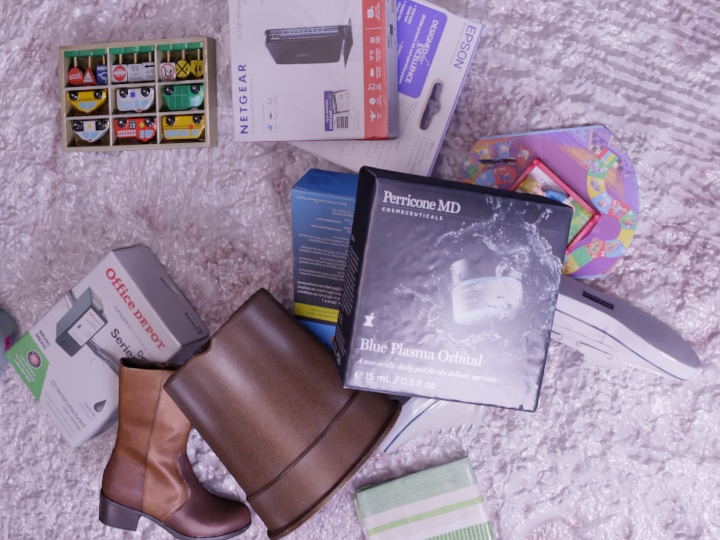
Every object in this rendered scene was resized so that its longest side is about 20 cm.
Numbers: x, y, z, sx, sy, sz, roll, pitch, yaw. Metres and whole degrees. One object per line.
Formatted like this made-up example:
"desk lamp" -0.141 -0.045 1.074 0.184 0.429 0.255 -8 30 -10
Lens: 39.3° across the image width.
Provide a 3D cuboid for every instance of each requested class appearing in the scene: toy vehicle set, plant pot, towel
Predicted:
"toy vehicle set" -0.264 -0.207 1.195 0.196 0.026 0.127 0 95 17
"plant pot" -0.091 0.141 1.070 0.200 0.200 0.199 -42 94 16
"towel" 0.087 0.328 1.147 0.150 0.023 0.204 -19 88 17

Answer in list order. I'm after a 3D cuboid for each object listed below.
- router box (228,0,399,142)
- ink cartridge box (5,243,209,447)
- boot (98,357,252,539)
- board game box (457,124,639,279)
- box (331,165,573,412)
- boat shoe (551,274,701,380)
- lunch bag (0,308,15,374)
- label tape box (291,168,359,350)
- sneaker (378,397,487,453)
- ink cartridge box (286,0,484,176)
"router box" -0.050 -0.238 1.070 0.176 0.049 0.205 0 97 17
"ink cartridge box" -0.302 0.087 1.205 0.199 0.084 0.147 -41 84 16
"boot" -0.201 0.205 1.170 0.184 0.069 0.204 12 102 -5
"board game box" 0.193 -0.067 1.064 0.196 0.039 0.162 -3 94 17
"box" 0.084 0.016 0.981 0.192 0.117 0.204 8 99 -7
"boat shoe" 0.254 0.068 1.052 0.198 0.073 0.066 30 118 16
"lunch bag" -0.545 0.090 1.282 0.198 0.077 0.162 33 103 11
"label tape box" 0.000 0.000 1.109 0.141 0.063 0.204 10 119 15
"sneaker" 0.101 0.148 1.097 0.199 0.073 0.071 -40 81 16
"ink cartridge box" 0.016 -0.205 1.103 0.197 0.043 0.201 24 103 14
